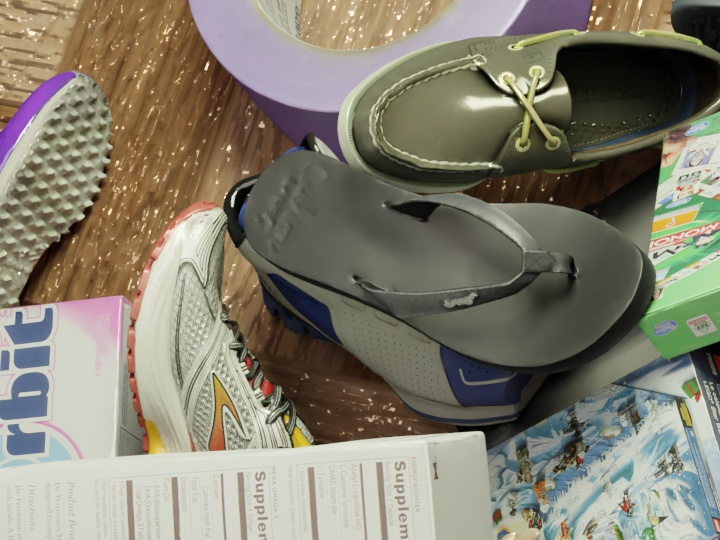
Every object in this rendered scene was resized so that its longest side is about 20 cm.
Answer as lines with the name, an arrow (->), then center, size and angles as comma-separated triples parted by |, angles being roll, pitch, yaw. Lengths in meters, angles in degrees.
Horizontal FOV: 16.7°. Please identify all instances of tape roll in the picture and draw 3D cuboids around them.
tape roll -> 0.016, -0.157, 1.280 | 0.200, 0.085, 0.200 | -7, 68, 17

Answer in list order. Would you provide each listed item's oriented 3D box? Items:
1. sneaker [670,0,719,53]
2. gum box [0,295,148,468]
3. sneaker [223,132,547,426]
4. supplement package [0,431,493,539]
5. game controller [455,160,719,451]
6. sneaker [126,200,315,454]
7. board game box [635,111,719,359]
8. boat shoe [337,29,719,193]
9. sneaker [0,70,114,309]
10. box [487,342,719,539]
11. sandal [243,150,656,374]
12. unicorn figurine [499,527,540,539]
sneaker -> 0.254, -0.137, 1.200 | 0.200, 0.066, 0.078 | 1, 62, 18
gum box -> -0.161, 0.121, 1.214 | 0.113, 0.066, 0.200 | -7, 68, 17
sneaker -> -0.001, 0.000, 1.183 | 0.199, 0.115, 0.081 | 23, 73, 40
supplement package -> -0.050, 0.130, 1.044 | 0.200, 0.114, 0.110 | -5, 87, 16
game controller -> 0.125, 0.015, 1.204 | 0.200, 0.042, 0.104 | -33, 47, 5
sneaker -> -0.062, 0.064, 1.174 | 0.082, 0.078, 0.200 | -3, 103, 10
board game box -> 0.219, -0.044, 1.069 | 0.200, 0.029, 0.135 | -21, 33, 29
boat shoe -> 0.086, -0.081, 1.174 | 0.202, 0.060, 0.072 | -10, 92, -28
sneaker -> -0.216, -0.029, 1.323 | 0.100, 0.070, 0.200 | 23, 77, 31
box -> 0.100, 0.137, 1.116 | 0.200, 0.040, 0.137 | -31, 59, 34
sandal -> 0.032, -0.005, 1.092 | 0.200, 0.043, 0.076 | 13, 78, 26
unicorn figurine -> -0.013, 0.179, 1.119 | 0.200, 0.074, 0.137 | -12, 81, 31
